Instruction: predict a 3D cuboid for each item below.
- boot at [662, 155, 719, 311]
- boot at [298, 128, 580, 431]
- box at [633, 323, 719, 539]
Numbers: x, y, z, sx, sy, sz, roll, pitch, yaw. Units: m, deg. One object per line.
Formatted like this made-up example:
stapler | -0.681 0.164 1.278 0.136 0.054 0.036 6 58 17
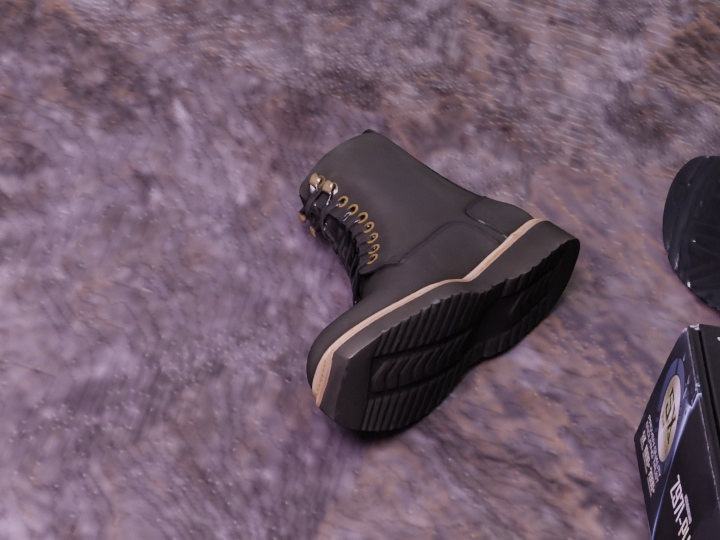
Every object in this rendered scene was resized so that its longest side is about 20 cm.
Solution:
boot | 0.276 0.005 1.383 0.168 0.077 0.200 9 13 -39
boot | 0.000 0.000 1.296 0.138 0.078 0.200 33 30 22
box | 0.242 0.122 1.233 0.199 0.086 0.164 9 43 -11
